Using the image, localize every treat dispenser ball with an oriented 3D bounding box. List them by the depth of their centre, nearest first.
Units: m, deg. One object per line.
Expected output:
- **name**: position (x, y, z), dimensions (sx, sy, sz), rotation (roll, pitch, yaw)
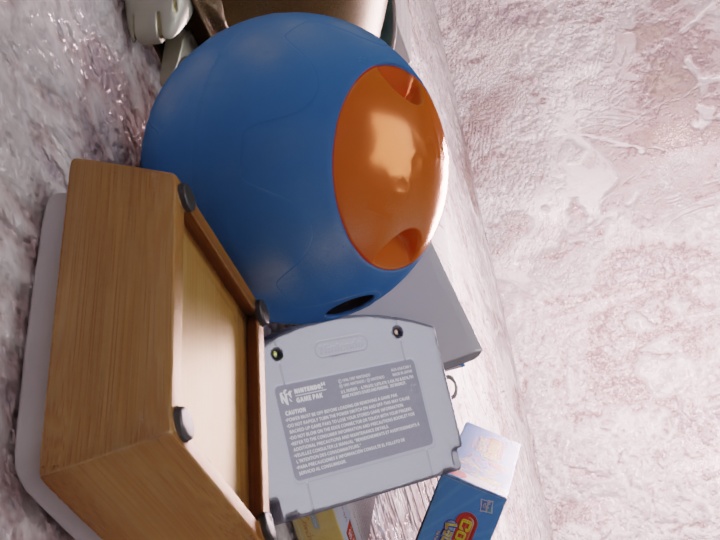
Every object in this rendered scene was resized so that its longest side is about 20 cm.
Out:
- **treat dispenser ball**: position (-0.042, -0.065, 0.817), dimensions (0.201, 0.200, 0.201), rotation (-15, 90, -79)

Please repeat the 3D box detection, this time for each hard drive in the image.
- **hard drive**: position (0.000, 0.000, 1.028), dimensions (0.026, 0.132, 0.200), rotation (115, -45, -62)

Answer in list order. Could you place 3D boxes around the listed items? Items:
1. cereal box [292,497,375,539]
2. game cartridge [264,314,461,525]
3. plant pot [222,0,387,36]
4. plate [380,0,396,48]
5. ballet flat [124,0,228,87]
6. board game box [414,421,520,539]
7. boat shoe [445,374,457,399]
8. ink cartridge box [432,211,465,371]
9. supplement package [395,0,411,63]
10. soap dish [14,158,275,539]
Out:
- **cereal box**: position (-0.027, 0.148, 1.024), dimensions (0.200, 0.039, 0.144), rotation (-72, 146, -69)
- **game cartridge**: position (-0.014, 0.101, 0.909), dimensions (0.200, 0.041, 0.133), rotation (-7, 85, -42)
- **plant pot**: position (-0.055, -0.230, 1.097), dimensions (0.200, 0.186, 0.187), rotation (85, 0, -49)
- **plate**: position (-0.033, -0.264, 1.192), dimensions (0.026, 0.200, 0.201), rotation (-30, 110, -38)
- **ballet flat**: position (-0.131, -0.166, 0.901), dimensions (0.200, 0.068, 0.072), rotation (70, 31, -43)
- **board game box**: position (0.072, 0.248, 1.078), dimensions (0.200, 0.056, 0.196), rotation (-27, 139, -78)
- **boat shoe**: position (0.047, 0.121, 1.097), dimensions (0.202, 0.086, 0.075), rotation (52, 23, -69)
- **ink cartridge box**: position (0.030, -0.013, 1.128), dimensions (0.116, 0.068, 0.200), rotation (35, 43, -55)
- **supplement package**: position (-0.026, -0.335, 1.439), dimensions (0.121, 0.120, 0.200), rotation (-88, 160, -52)
- **soap dish**: position (-0.105, 0.057, 0.659), dimensions (0.157, 0.081, 0.200), rotation (63, 16, -47)
